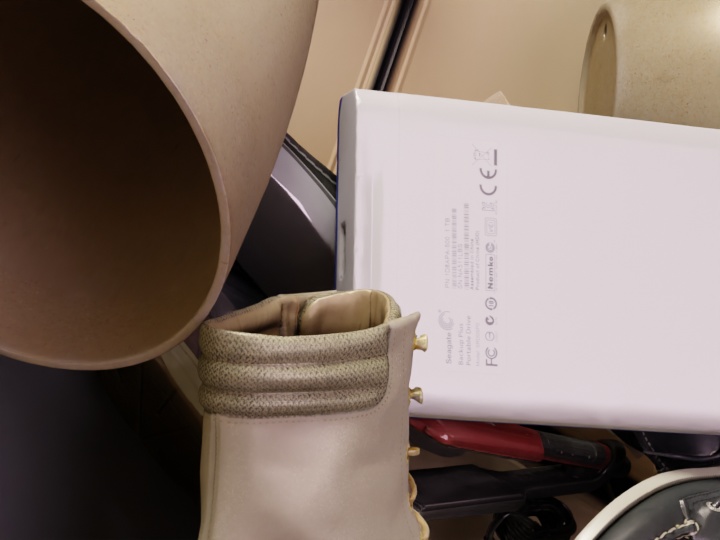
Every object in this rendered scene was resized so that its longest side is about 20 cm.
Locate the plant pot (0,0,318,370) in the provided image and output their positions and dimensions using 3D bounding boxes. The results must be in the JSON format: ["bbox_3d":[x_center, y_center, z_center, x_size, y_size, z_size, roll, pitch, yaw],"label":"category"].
[{"bbox_3d":[-0.093,-0.096,0.828,0.188,0.187,0.200,55,40,-21],"label":"plant pot"}]

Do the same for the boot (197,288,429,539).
[{"bbox_3d":[0.007,0.085,0.826,0.200,0.072,0.155,-2,98,-50],"label":"boot"}]

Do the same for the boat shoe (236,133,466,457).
[{"bbox_3d":[0.000,0.000,0.952,0.200,0.068,0.057,52,57,-32],"label":"boat shoe"}]

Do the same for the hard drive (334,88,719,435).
[{"bbox_3d":[0.086,-0.001,0.913,0.199,0.025,0.133,5,79,-20],"label":"hard drive"}]

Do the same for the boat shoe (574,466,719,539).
[{"bbox_3d":[0.158,0.129,0.925,0.199,0.066,0.075,-9,116,-46],"label":"boat shoe"}]

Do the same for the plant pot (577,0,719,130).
[{"bbox_3d":[0.179,-0.080,1.048,0.134,0.200,0.201,5,81,-6],"label":"plant pot"}]

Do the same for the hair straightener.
[{"bbox_3d":[0.064,0.104,0.976,0.200,0.041,0.077,11,104,-57],"label":"hair straightener"}]

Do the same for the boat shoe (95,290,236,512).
[{"bbox_3d":[-0.031,0.089,0.910,0.066,0.072,0.201,-44,108,-29],"label":"boat shoe"}]

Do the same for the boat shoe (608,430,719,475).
[{"bbox_3d":[0.161,0.073,1.002,0.075,0.062,0.200,-44,133,-6],"label":"boat shoe"}]

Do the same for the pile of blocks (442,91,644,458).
[{"bbox_3d":[0.101,-0.004,1.011,0.062,0.082,0.200,-34,112,8],"label":"pile of blocks"}]
